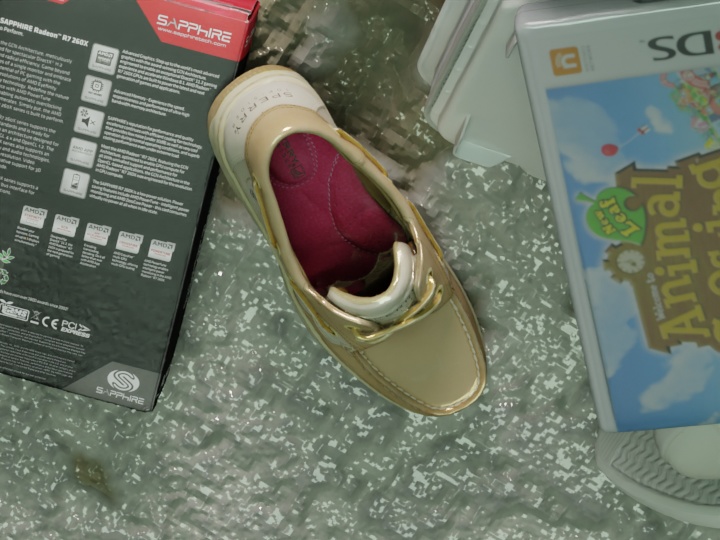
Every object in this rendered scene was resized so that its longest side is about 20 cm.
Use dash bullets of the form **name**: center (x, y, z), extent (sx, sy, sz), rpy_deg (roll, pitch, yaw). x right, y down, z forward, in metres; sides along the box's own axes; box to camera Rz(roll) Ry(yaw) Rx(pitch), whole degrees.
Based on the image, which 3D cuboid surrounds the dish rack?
- **dish rack**: center (0.112, -0.072, 1.042), extent (0.171, 0.200, 0.044), rpy_deg (17, 73, -3)

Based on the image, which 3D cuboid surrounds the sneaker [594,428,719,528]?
- **sneaker**: center (0.213, 0.112, 1.155), extent (0.200, 0.074, 0.118), rpy_deg (6, 151, 30)

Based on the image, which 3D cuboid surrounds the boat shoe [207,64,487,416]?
- **boat shoe**: center (0.000, 0.000, 1.115), extent (0.074, 0.069, 0.200), rpy_deg (-37, 118, 0)

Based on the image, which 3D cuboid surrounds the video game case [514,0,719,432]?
- **video game case**: center (0.168, -0.026, 0.976), extent (0.182, 0.022, 0.200), rpy_deg (-6, 123, 14)

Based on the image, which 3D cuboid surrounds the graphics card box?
- **graphics card box**: center (-0.129, -0.045, 1.141), extent (0.125, 0.051, 0.200), rpy_deg (14, 107, -1)

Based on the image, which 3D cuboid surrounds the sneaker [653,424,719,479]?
- **sneaker**: center (0.221, 0.075, 1.050), extent (0.200, 0.085, 0.073), rpy_deg (-13, 150, 23)
